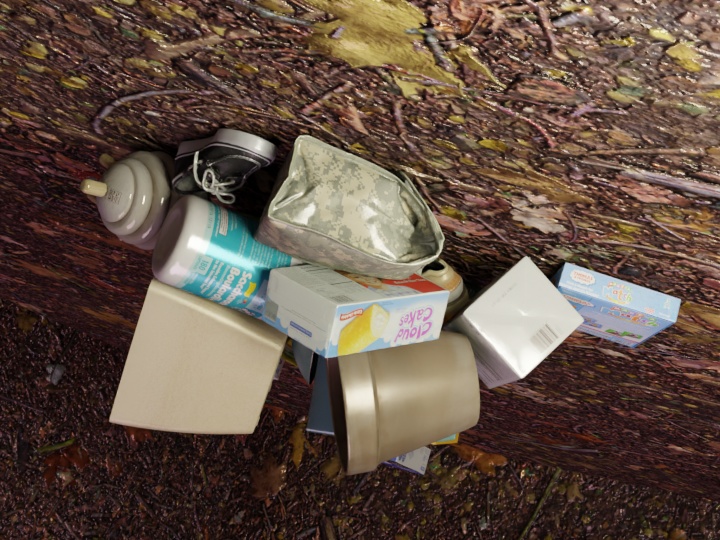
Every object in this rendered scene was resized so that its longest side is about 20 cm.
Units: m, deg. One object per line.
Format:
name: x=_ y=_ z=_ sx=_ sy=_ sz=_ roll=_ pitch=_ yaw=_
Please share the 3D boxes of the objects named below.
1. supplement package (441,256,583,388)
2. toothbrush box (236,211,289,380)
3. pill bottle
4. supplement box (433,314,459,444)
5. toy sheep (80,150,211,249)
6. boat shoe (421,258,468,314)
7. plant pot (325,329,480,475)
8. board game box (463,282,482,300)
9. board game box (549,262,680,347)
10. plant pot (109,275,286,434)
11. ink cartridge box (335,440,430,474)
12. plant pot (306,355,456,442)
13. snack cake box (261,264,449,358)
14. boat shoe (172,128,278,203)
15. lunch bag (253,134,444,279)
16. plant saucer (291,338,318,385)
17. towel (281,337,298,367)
supplement package: x=0.189 y=0.071 z=1.691 sx=0.110 sy=0.114 sz=0.200 roll=48 pitch=170 yaw=3
toothbrush box: x=-0.148 y=0.038 z=1.873 sx=0.086 sy=0.200 sz=0.146 roll=13 pitch=168 yaw=26
pill bottle: x=-0.141 y=-0.008 z=1.583 sx=0.200 sy=0.111 sz=0.111 roll=22 pitch=166 yaw=-23
supplement box: x=0.066 y=0.147 z=2.025 sx=0.197 sy=0.200 sz=0.133 roll=12 pitch=178 yaw=20
toy sheep: x=-0.269 y=-0.090 z=1.655 sx=0.200 sy=0.138 sz=0.138 roll=4 pitch=180 yaw=-44
boat shoe: x=0.057 y=-0.004 z=1.753 sx=0.200 sy=0.075 sz=0.068 roll=16 pitch=142 yaw=40
plant pot: x=0.052 y=0.146 z=1.640 sx=0.173 sy=0.201 sz=0.200 roll=-6 pitch=170 yaw=-8
board game box: x=0.182 y=0.050 z=1.916 sx=0.200 sy=0.024 sz=0.105 roll=19 pitch=165 yaw=-11
board game box: x=0.312 y=0.048 z=1.698 sx=0.151 sy=0.037 sz=0.200 roll=18 pitch=168 yaw=1
plant pot: x=-0.190 y=0.099 z=1.681 sx=0.177 sy=0.200 sz=0.200 roll=19 pitch=-160 yaw=-1
ink cartridge box: x=0.036 y=0.258 z=1.915 sx=0.094 sy=0.044 sz=0.200 roll=14 pitch=170 yaw=18
plant pot: x=0.046 y=0.154 z=1.796 sx=0.200 sy=0.142 sz=0.141 roll=12 pitch=-165 yaw=7
snack cake box: x=-0.004 y=0.040 z=1.549 sx=0.115 sy=0.067 sz=0.200 roll=27 pitch=-158 yaw=39
boat shoe: x=-0.166 y=-0.119 z=1.528 sx=0.074 sy=0.068 sz=0.199 roll=26 pitch=165 yaw=-35
lunch bag: x=-0.006 y=-0.056 z=1.478 sx=0.200 sy=0.118 sz=0.164 roll=22 pitch=169 yaw=-6
plant saucer: x=-0.060 y=0.052 z=1.756 sx=0.039 sy=0.201 sz=0.201 roll=14 pitch=167 yaw=4
towel: x=-0.032 y=0.063 z=1.886 sx=0.086 sy=0.200 sz=0.018 roll=31 pitch=-167 yaw=-51
